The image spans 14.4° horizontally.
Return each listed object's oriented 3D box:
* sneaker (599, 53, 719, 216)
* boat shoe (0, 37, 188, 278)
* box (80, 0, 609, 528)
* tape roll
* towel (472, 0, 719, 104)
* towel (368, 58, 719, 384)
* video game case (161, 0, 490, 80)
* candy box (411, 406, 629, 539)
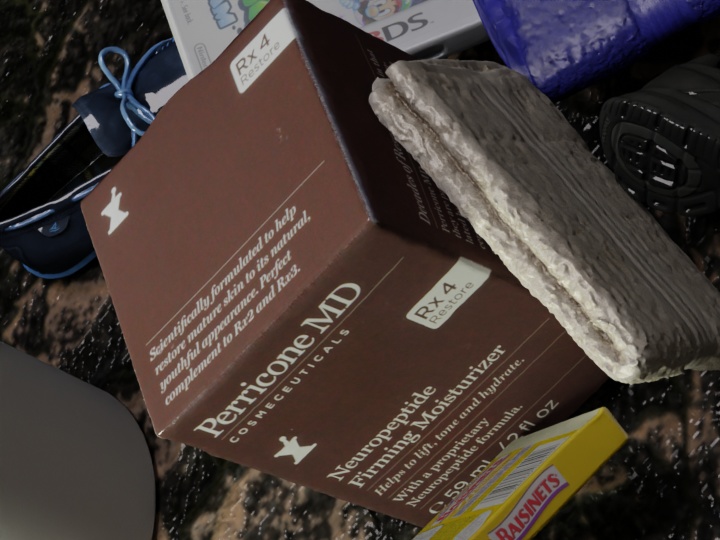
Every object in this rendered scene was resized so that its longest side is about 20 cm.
[{"bbox_3d":[0.213,-0.054,1.359,0.200,0.076,0.091,30,52,29],"label":"sneaker"},{"bbox_3d":[-0.141,-0.076,1.693,0.200,0.069,0.084,-50,44,8],"label":"boat shoe"},{"bbox_3d":[0.000,0.000,1.425,0.166,0.200,0.165,-45,46,25],"label":"box"},{"bbox_3d":[-0.233,0.137,1.620,0.202,0.139,0.204,-20,57,35],"label":"tape roll"},{"bbox_3d":[0.148,-0.180,1.474,0.199,0.050,0.148,-28,61,10],"label":"towel"},{"bbox_3d":[0.094,-0.024,1.363,0.035,0.132,0.200,-48,69,24],"label":"towel"},{"bbox_3d":[-0.025,-0.180,1.572,0.181,0.024,0.201,-22,57,2],"label":"video game case"},{"bbox_3d":[0.036,0.142,1.339,0.200,0.026,0.102,-43,3,-25],"label":"candy box"}]
